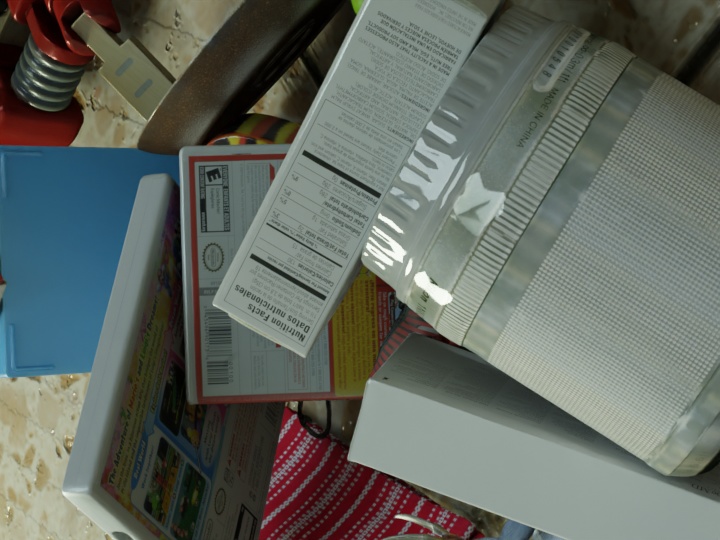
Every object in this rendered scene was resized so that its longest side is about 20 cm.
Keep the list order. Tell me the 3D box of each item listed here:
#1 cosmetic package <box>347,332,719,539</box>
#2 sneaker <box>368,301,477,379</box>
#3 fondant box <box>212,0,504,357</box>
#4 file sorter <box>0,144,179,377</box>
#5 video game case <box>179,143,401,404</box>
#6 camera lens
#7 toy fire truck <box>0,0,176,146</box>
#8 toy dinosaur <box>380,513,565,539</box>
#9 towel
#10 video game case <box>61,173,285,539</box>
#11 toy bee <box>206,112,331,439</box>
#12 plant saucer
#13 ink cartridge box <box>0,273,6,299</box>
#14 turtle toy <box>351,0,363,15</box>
[{"bbox_3d":[0.101,0.095,0.990,0.199,0.083,0.051,19,108,12],"label":"cosmetic package"},{"bbox_3d":[0.058,-0.010,1.073,0.098,0.071,0.201,39,100,16],"label":"sneaker"},{"bbox_3d":[0.008,-0.074,0.990,0.058,0.144,0.201,30,116,1],"label":"fondant box"},{"bbox_3d":[-0.171,-0.005,1.292,0.122,0.199,0.140,-5,87,53],"label":"file sorter"},{"bbox_3d":[0.000,0.000,1.110,0.017,0.199,0.144,175,93,-85],"label":"video game case"},{"bbox_3d":[0.121,-0.012,0.933,0.199,0.160,0.160,32,120,6],"label":"camera lens"},{"bbox_3d":[-0.200,-0.141,1.396,0.176,0.128,0.200,-58,41,33],"label":"toy fire truck"},{"bbox_3d":[0.120,0.141,1.064,0.199,0.105,0.182,-16,74,14],"label":"toy dinosaur"},{"bbox_3d":[-0.038,0.162,1.197,0.200,0.145,0.023,27,151,45],"label":"towel"},{"bbox_3d":[-0.097,0.077,1.136,0.024,0.182,0.201,-5,56,25],"label":"video game case"},{"bbox_3d":[-0.009,-0.008,1.187,0.108,0.200,0.131,-11,43,25],"label":"toy bee"},{"bbox_3d":[-0.056,-0.137,1.182,0.032,0.200,0.200,43,130,-1],"label":"plant saucer"},{"bbox_3d":[-0.296,-0.029,1.226,0.200,0.083,0.176,59,137,35],"label":"ink cartridge box"},{"bbox_3d":[0.057,-0.203,1.080,0.200,0.146,0.101,-37,85,45],"label":"turtle toy"}]
